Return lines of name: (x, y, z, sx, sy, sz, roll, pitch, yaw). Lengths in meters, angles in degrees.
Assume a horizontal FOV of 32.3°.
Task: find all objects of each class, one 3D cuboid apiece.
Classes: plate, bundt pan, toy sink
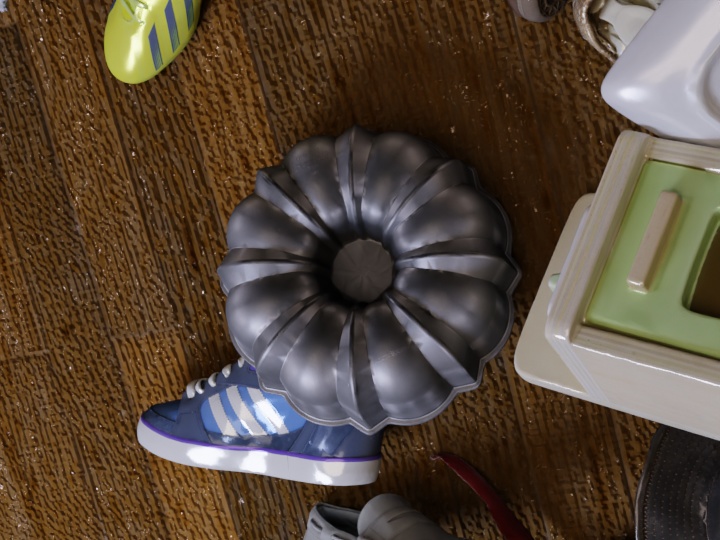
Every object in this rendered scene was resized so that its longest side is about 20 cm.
plate: (0.261, -0.119, 0.653, 0.199, 0.032, 0.200, 29, 113, -18)
bundt pan: (0.000, 0.000, 0.783, 0.201, 0.076, 0.203, -2, 80, 9)
toy sink: (0.177, 0.009, 0.687, 0.199, 0.112, 0.131, 16, 74, 32)

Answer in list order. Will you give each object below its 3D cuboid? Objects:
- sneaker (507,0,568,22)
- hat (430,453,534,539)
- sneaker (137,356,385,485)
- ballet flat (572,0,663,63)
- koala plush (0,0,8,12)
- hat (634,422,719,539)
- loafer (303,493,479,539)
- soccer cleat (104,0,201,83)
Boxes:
sneaker: (0.091, -0.250, 0.740, 0.075, 0.070, 0.201, 8, 102, 39)
hat: (0.175, 0.213, 0.840, 0.165, 0.176, 0.201, -26, 117, 4)
sneaker: (-0.067, 0.065, 0.881, 0.199, 0.080, 0.147, 5, 95, 28)
ballet flat: (0.206, -0.112, 0.716, 0.199, 0.065, 0.071, 30, 111, 13)
koala plush: (-0.276, -0.290, 0.833, 0.177, 0.184, 0.201, 35, 126, 12)
hat: (0.259, 0.146, 0.700, 0.199, 0.081, 0.202, 0, 87, -6)
loafer: (0.021, 0.187, 0.842, 0.200, 0.070, 0.070, -14, 78, 51)
soccer cleat: (-0.125, -0.209, 0.824, 0.065, 0.084, 0.200, 42, 116, 8)
